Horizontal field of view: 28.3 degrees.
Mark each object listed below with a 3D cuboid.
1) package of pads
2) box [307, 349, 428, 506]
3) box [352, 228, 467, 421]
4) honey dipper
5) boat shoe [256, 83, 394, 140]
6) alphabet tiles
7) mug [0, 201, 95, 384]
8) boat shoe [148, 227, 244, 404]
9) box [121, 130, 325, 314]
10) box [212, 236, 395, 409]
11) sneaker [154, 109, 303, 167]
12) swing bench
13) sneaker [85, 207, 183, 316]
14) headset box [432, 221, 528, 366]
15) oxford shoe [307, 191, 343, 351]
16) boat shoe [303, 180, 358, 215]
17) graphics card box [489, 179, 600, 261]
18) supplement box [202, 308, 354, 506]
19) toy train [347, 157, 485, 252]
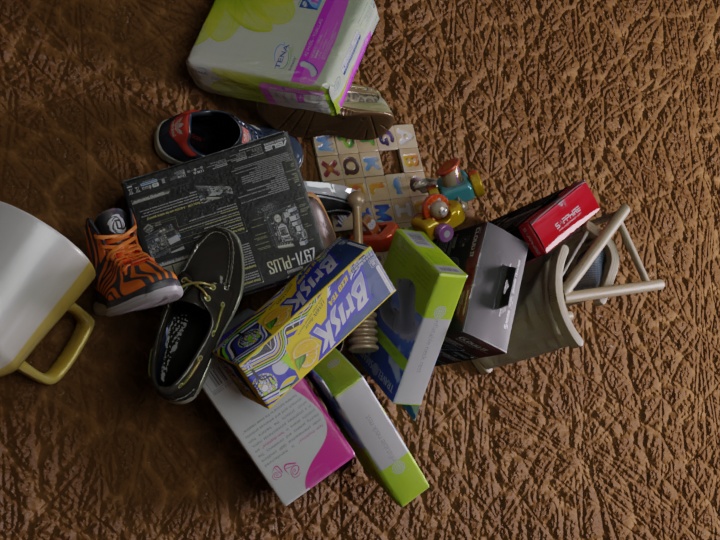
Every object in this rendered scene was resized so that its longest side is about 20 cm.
[{"bbox_3d":[-0.096,-0.274,1.731,0.068,0.199,0.155,65,42,-59],"label":"package of pads"},{"bbox_3d":[-0.003,0.170,1.670,0.048,0.122,0.200,-34,117,-9],"label":"box"},{"bbox_3d":[0.054,0.065,1.720,0.048,0.122,0.201,6,114,-30],"label":"box"},{"bbox_3d":[0.000,0.000,1.741,0.038,0.038,0.201,8,72,-32],"label":"honey dipper"},{"bbox_3d":[-0.050,-0.212,1.822,0.200,0.073,0.063,8,49,-38],"label":"boat shoe"},{"bbox_3d":[0.025,-0.092,1.873,0.167,0.008,0.201,-9,82,-36],"label":"alphabet tiles"},{"bbox_3d":[-0.364,0.038,1.491,0.186,0.149,0.153,34,68,-15],"label":"mug"},{"bbox_3d":[-0.176,0.044,1.547,0.071,0.061,0.202,13,79,10],"label":"boat shoe"},{"bbox_3d":[-0.153,-0.050,1.637,0.199,0.086,0.164,-19,87,-5],"label":"box"},{"bbox_3d":[-0.060,0.054,1.559,0.200,0.064,0.070,-43,122,-20],"label":"box"},{"bbox_3d":[-0.144,-0.152,1.725,0.200,0.084,0.075,2,76,-34],"label":"sneaker"},{"bbox_3d":[0.251,0.027,1.876,0.200,0.199,0.130,-28,93,-37],"label":"swing bench"},{"bbox_3d":[-0.254,-0.012,1.526,0.077,0.200,0.112,-13,93,-29],"label":"sneaker"},{"bbox_3d":[0.119,0.033,1.778,0.077,0.200,0.149,26,65,-30],"label":"headset box"},{"bbox_3d":[-0.046,0.004,1.715,0.071,0.073,0.201,-16,108,-18],"label":"oxford shoe"},{"bbox_3d":[-0.083,-0.075,1.754,0.199,0.073,0.068,5,83,-40],"label":"boat shoe"},{"bbox_3d":[0.204,-0.044,1.863,0.125,0.200,0.051,-37,98,-37],"label":"graphics card box"},{"bbox_3d":[-0.108,0.154,1.636,0.101,0.103,0.200,-34,97,-9],"label":"supplement box"},{"bbox_3d":[0.069,-0.086,1.811,0.200,0.150,0.056,-47,127,-41],"label":"toy train"}]
